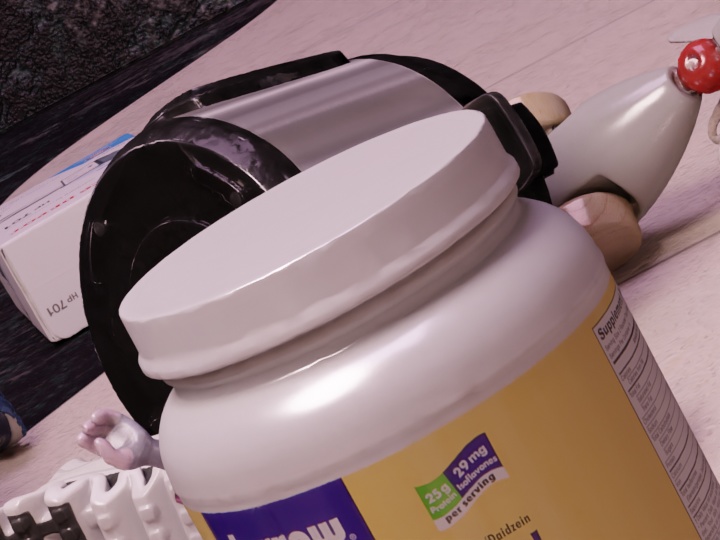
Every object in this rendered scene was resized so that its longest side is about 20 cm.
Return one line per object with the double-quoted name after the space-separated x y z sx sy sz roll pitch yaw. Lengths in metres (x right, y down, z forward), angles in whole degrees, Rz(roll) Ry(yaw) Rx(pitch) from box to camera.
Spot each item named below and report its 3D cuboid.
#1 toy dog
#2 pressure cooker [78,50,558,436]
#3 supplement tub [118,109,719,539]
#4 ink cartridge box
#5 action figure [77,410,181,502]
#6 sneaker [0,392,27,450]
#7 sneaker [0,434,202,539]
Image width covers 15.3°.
0.160 -0.068 1.334 0.199 0.132 0.096 -16 -22 32 "toy dog"
-0.008 -0.006 1.235 0.176 0.179 0.200 19 29 39 "pressure cooker"
0.029 0.069 0.800 0.145 0.200 0.145 -28 12 6 "supplement tub"
-0.198 -0.028 1.986 0.146 0.086 0.200 -31 11 -9 "ink cartridge box"
-0.007 0.080 1.035 0.200 0.134 0.149 -52 -32 16 "action figure"
-0.277 0.109 1.672 0.085 0.077 0.200 -47 12 -29 "sneaker"
-0.060 0.096 1.134 0.199 0.075 0.081 -8 19 21 "sneaker"
